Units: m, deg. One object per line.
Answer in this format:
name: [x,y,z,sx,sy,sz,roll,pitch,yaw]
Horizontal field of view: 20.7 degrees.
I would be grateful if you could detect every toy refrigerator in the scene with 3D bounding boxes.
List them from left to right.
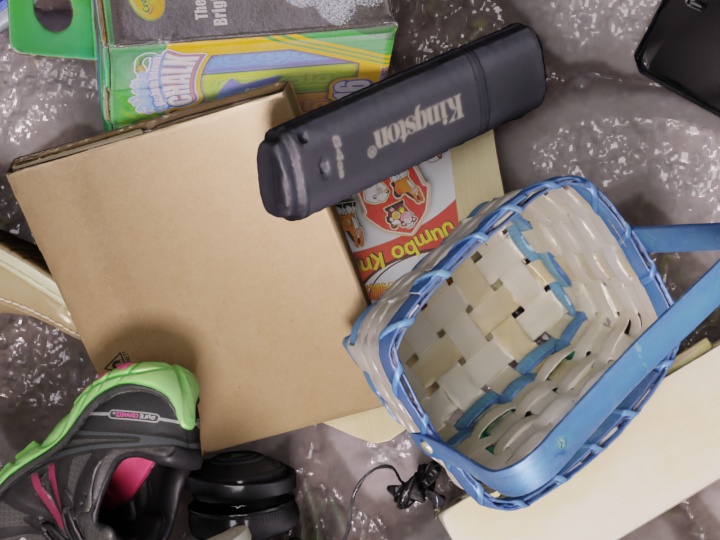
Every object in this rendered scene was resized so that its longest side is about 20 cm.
toy refrigerator: [0.144,0.106,1.103,0.200,0.076,0.070,-31,85,5]

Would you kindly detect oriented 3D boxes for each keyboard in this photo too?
keyboard: [0.265,-0.116,1.125,0.200,0.040,0.104,29,115,6]

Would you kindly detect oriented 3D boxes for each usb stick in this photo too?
usb stick: [0.026,-0.081,1.059,0.033,0.200,0.055,24,128,42]

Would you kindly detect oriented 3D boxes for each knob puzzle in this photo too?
knob puzzle: [0.000,0.000,1.146,0.219,0.030,0.220,0,89,7]

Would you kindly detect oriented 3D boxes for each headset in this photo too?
headset: [-0.050,0.156,1.139,0.200,0.094,0.124,-24,90,21]

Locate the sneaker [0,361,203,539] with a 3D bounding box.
sneaker: [-0.153,0.133,1.095,0.200,0.077,0.084,-51,44,34]

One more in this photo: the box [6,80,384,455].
box: [-0.082,0.007,1.087,0.163,0.021,0.200,-16,115,11]

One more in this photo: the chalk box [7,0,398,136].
chalk box: [-0.091,-0.143,1.076,0.200,0.124,0.125,-5,65,-7]

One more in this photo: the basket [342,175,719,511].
basket: [0.096,0.035,1.015,0.176,0.200,0.139,-42,104,-14]

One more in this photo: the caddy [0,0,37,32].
caddy: [-0.227,-0.181,1.124,0.200,0.141,0.105,-34,80,5]

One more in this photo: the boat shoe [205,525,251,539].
boat shoe: [-0.115,0.204,1.092,0.202,0.072,0.060,-38,82,38]

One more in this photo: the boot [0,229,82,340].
boot: [-0.256,0.041,1.154,0.200,0.072,0.155,23,90,12]
